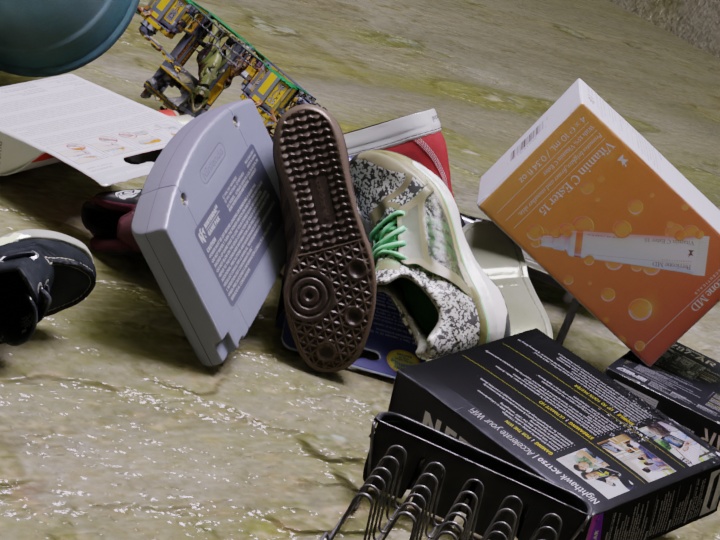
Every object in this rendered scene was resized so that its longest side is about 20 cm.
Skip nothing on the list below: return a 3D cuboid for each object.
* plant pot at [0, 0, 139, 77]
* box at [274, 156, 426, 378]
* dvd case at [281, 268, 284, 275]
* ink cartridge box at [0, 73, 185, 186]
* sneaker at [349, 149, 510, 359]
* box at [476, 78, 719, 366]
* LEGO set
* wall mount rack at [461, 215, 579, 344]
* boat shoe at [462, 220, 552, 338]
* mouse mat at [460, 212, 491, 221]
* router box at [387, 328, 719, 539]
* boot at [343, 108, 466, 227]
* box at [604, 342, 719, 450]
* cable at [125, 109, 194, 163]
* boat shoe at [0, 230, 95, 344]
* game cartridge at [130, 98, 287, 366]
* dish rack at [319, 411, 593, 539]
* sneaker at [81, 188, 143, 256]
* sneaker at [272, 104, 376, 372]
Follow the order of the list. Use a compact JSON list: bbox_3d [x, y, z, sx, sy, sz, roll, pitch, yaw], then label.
[{"bbox_3d":[-0.309,-0.294,1.728,0.200,0.201,0.196,24,-6,8],"label":"plant pot"},{"bbox_3d":[0.000,0.000,1.541,0.121,0.032,0.200,17,52,-12],"label":"box"},{"bbox_3d":[-0.008,0.006,1.655,0.148,0.016,0.200,12,19,-31],"label":"dvd case"},{"bbox_3d":[-0.229,-0.102,1.602,0.200,0.050,0.162,28,28,30],"label":"ink cartridge box"},{"bbox_3d":[0.036,-0.011,1.483,0.089,0.077,0.200,-8,58,-46],"label":"sneaker"},{"bbox_3d":[0.211,-0.041,1.611,0.200,0.124,0.098,42,16,-8],"label":"box"},{"bbox_3d":[-0.144,-0.169,1.849,0.200,0.116,0.154,39,6,8],"label":"LEGO set"},{"bbox_3d":[0.138,0.003,1.748,0.200,0.075,0.174,22,21,3],"label":"wall mount rack"},{"bbox_3d":[0.108,0.050,1.568,0.074,0.066,0.200,-4,45,-9],"label":"boat shoe"},{"bbox_3d":[0.140,-0.029,1.843,0.200,0.008,0.161,16,-5,-11],"label":"mouse mat"},{"bbox_3d":[0.138,0.120,1.376,0.149,0.051,0.200,-14,36,-40],"label":"router box"},{"bbox_3d":[-0.011,-0.045,1.663,0.200,0.145,0.072,-14,6,17],"label":"boot"},{"bbox_3d":[0.306,0.126,1.613,0.200,0.044,0.160,26,18,16],"label":"box"},{"bbox_3d":[-0.222,-0.129,1.748,0.200,0.050,0.097,5,26,-42],"label":"cable"},{"bbox_3d":[-0.236,0.019,1.244,0.066,0.075,0.199,47,22,27],"label":"boat shoe"},{"bbox_3d":[-0.103,-0.038,1.422,0.041,0.133,0.200,-17,25,26],"label":"game cartridge"},{"bbox_3d":[0.054,0.165,1.187,0.153,0.055,0.200,23,18,7],"label":"dish rack"},{"bbox_3d":[-0.164,-0.050,1.556,0.115,0.076,0.200,1,7,-4],"label":"sneaker"},{"bbox_3d":[-0.025,-0.025,1.462,0.070,0.201,0.076,-4,2,2],"label":"sneaker"}]
